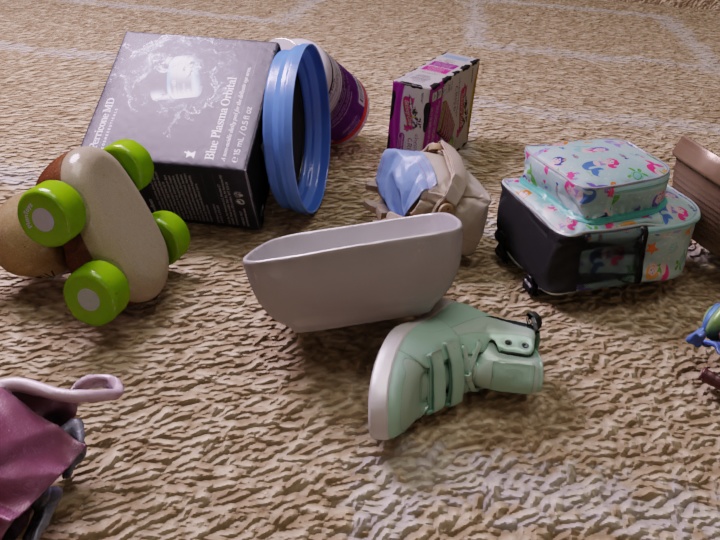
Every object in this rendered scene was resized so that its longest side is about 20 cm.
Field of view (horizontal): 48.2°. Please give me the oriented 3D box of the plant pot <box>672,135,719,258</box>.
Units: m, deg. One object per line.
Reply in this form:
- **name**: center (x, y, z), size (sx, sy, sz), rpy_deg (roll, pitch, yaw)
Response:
- **plant pot**: center (0.432, -0.065, 0.930), size (0.199, 0.093, 0.201), rpy_deg (29, 20, -11)

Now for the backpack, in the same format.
- **backpack**: center (0.267, -0.062, 0.895), size (0.197, 0.152, 0.178), rpy_deg (-1, 28, -18)

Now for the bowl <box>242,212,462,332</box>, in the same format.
- **bowl**: center (0.000, 0.000, 0.752), size (0.197, 0.076, 0.200), rpy_deg (-10, 9, 3)

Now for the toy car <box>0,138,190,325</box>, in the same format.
- **toy car**: center (-0.302, -0.021, 0.798), size (0.198, 0.159, 0.165), rpy_deg (-18, 18, 21)

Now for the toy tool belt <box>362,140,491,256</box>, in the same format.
- **toy tool belt**: center (0.059, -0.095, 0.944), size (0.121, 0.126, 0.200), rpy_deg (1, 27, -22)

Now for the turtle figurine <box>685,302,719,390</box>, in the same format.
- **turtle figurine**: center (0.408, 0.061, 0.688), size (0.197, 0.146, 0.194), rpy_deg (-11, 36, -18)

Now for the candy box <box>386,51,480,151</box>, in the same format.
- **candy box**: center (0.107, -0.227, 1.170), size (0.060, 0.138, 0.200), rpy_deg (17, 32, 20)

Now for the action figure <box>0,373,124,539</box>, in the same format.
- **action figure**: center (-0.272, 0.089, 0.513), size (0.199, 0.150, 0.134), rpy_deg (37, -11, -14)

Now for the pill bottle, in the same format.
- **pill bottle**: center (-0.071, -0.255, 1.143), size (0.111, 0.114, 0.200), rpy_deg (19, 1, 25)

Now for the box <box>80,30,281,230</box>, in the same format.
- **box**: center (-0.201, -0.169, 0.965), size (0.197, 0.118, 0.199), rpy_deg (5, 60, 6)

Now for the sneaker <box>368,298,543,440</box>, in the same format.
- **sneaker**: center (0.088, 0.083, 0.670), size (0.117, 0.075, 0.200), rpy_deg (11, 27, 25)

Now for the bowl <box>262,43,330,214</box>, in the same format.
- **bowl**: center (-0.076, -0.171, 0.980), size (0.039, 0.203, 0.201), rpy_deg (2, 28, 10)
